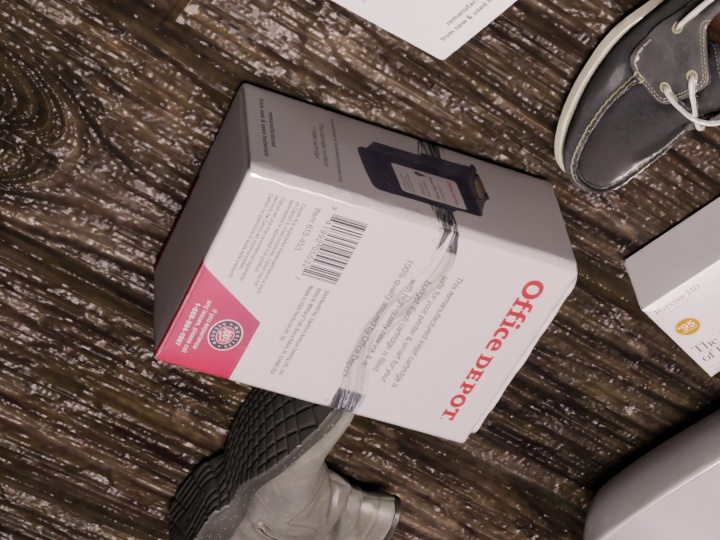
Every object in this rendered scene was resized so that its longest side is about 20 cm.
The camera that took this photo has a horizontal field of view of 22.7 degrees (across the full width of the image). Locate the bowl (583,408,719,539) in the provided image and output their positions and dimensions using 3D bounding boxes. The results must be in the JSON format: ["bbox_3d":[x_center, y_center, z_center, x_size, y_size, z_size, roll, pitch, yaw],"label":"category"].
[{"bbox_3d":[0.262,0.163,1.197,0.199,0.075,0.200,-35,125,21],"label":"bowl"}]

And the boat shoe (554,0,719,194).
[{"bbox_3d":[0.178,-0.109,0.959,0.072,0.068,0.200,27,123,-29],"label":"boat shoe"}]

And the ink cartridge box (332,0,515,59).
[{"bbox_3d":[-0.014,-0.207,0.787,0.199,0.145,0.085,26,141,-27],"label":"ink cartridge box"}]

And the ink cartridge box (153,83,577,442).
[{"bbox_3d":[0.000,0.000,1.013,0.199,0.085,0.145,16,126,-20],"label":"ink cartridge box"}]

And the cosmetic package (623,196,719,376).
[{"bbox_3d":[0.262,-0.023,1.054,0.200,0.051,0.082,-36,125,21],"label":"cosmetic package"}]

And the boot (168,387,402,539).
[{"bbox_3d":[-0.026,0.134,1.146,0.130,0.068,0.200,18,133,-28],"label":"boot"}]
